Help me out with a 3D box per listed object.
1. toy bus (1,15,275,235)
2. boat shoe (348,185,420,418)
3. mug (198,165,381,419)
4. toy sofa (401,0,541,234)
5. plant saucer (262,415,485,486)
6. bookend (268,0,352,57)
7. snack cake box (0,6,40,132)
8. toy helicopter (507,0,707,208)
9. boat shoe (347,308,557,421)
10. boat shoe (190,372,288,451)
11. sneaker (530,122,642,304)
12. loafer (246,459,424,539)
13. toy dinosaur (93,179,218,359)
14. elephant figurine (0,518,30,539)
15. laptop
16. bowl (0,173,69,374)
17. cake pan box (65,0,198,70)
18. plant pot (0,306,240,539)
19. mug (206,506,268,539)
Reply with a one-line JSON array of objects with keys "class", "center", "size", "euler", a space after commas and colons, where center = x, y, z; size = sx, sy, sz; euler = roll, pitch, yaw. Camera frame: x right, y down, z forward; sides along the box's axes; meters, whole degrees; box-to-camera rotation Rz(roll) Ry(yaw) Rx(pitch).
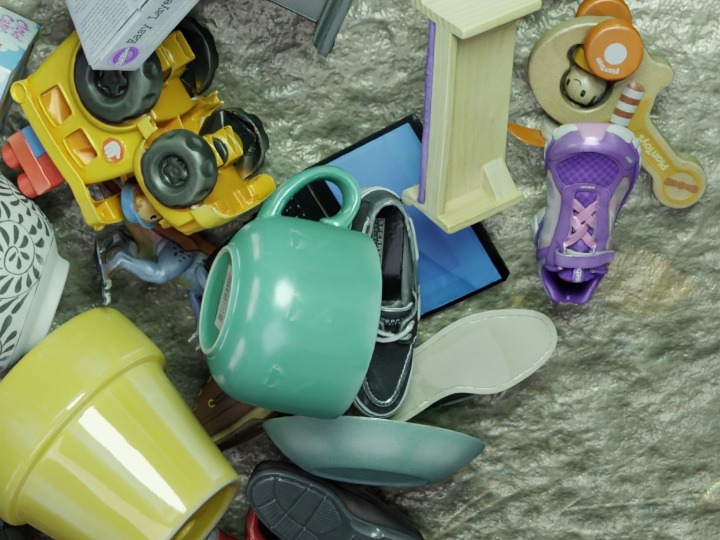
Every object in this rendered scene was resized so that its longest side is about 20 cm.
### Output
[{"class": "toy bus", "center": [-0.195, -0.101, 1.344], "size": [0.191, 0.136, 0.201], "euler": [-31, 92, 24]}, {"class": "boat shoe", "center": [0.020, 0.033, 1.377], "size": [0.071, 0.068, 0.202], "euler": [-1, 103, -16]}, {"class": "mug", "center": [-0.063, 0.021, 1.317], "size": [0.113, 0.187, 0.152], "euler": [11, 142, -19]}, {"class": "toy sofa", "center": [0.076, -0.140, 1.303], "size": [0.082, 0.097, 0.202], "euler": [-25, 136, -28]}, {"class": "plant saucer", "center": [0.010, 0.164, 1.445], "size": [0.199, 0.201, 0.039], "euler": [5, 77, 2]}, {"class": "bookend", "center": [-0.086, -0.270, 1.231], "size": [0.197, 0.200, 0.093], "euler": [23, 115, -8]}, {"class": "snack cake box", "center": [-0.341, -0.115, 1.371], "size": [0.067, 0.115, 0.201], "euler": [24, 116, -8]}, {"class": "toy helicopter", "center": [0.210, -0.120, 1.353], "size": [0.132, 0.079, 0.200], "euler": [-37, 114, 18]}, {"class": "boat shoe", "center": [0.080, 0.084, 1.469], "size": [0.198, 0.063, 0.073], "euler": [-24, 94, 4]}, {"class": "boat shoe", "center": [-0.114, 0.120, 1.500], "size": [0.199, 0.072, 0.068], "euler": [-29, 78, 25]}, {"class": "sneaker", "center": [0.182, -0.040, 1.338], "size": [0.080, 0.089, 0.201], "euler": [7, 147, 3]}, {"class": "loafer", "center": [-0.022, 0.227, 1.526], "size": [0.199, 0.063, 0.072], "euler": [31, 115, -20]}, {"class": "toy dinosaur", "center": [-0.138, -0.002, 1.430], "size": [0.179, 0.105, 0.202], "euler": [-5, 106, -14]}, {"class": "elephant figurine", "center": [-0.393, 0.333, 1.580], "size": [0.198, 0.157, 0.141], "euler": [-22, 152, 19]}, {"class": "laptop", "center": [0.000, 0.000, 1.405], "size": [0.103, 0.200, 0.178], "euler": [-4, 125, 54]}, {"class": "bowl", "center": [-0.305, 0.019, 1.390], "size": [0.093, 0.201, 0.202], "euler": [21, 116, -13]}, {"class": "cake pan box", "center": [-0.163, -0.272, 1.192], "size": [0.052, 0.186, 0.200], "euler": [1, 148, -45]}, {"class": "plant pot", "center": [-0.214, 0.167, 1.418], "size": [0.189, 0.200, 0.201], "euler": [41, 114, 12]}, {"class": "mug", "center": [-0.057, 0.321, 1.553], "size": [0.198, 0.134, 0.179], "euler": [19, 117, -9]}]
